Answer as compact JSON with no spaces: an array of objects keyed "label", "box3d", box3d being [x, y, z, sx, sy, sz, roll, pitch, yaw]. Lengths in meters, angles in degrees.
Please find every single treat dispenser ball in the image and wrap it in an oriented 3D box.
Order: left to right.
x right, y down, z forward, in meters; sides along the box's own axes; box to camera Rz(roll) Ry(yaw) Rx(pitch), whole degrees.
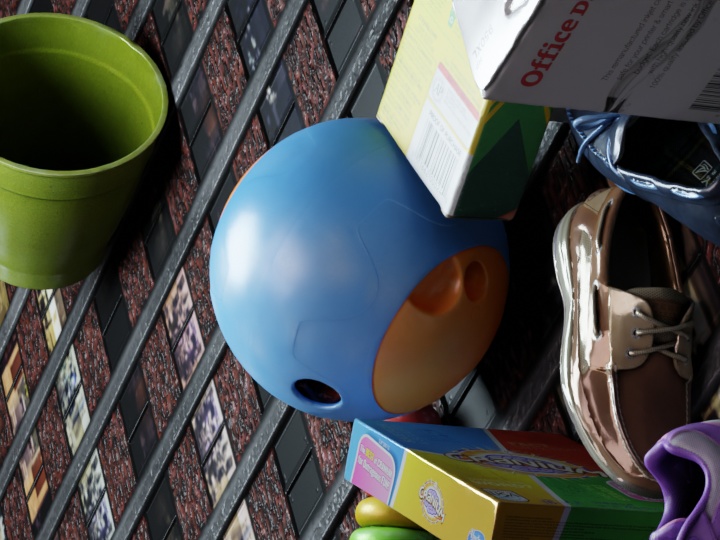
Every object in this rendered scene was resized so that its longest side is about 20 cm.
[{"label":"treat dispenser ball","box3d":[0.000,0.000,1.854,0.201,0.200,0.202,-176,90,-65]}]

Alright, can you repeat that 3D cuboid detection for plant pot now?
[{"label":"plant pot","box3d":[-0.281,-0.092,2.506,0.193,0.199,0.201,104,156,-47]}]

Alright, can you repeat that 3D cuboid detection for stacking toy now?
[{"label":"stacking toy","box3d":[0.027,0.185,1.925,0.085,0.085,0.201,-16,66,63]}]

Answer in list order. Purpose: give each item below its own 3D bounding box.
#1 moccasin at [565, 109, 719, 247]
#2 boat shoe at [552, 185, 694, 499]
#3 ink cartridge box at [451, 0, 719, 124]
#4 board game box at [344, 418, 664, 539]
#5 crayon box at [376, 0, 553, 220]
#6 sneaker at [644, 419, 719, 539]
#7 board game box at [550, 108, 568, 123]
[{"label":"moccasin","box3d":[0.179,-0.079,1.624,0.081,0.068,0.200,-51,37,-3]},{"label":"boat shoe","box3d":[0.162,0.036,1.658,0.072,0.075,0.201,-46,47,50]},{"label":"ink cartridge box","box3d":[0.169,-0.159,1.522,0.145,0.199,0.085,-58,37,44]},{"label":"board game box","box3d":[0.099,0.136,1.680,0.200,0.152,0.041,24,107,63]},{"label":"crayon box","box3d":[0.081,-0.148,1.739,0.127,0.051,0.201,58,138,48]},{"label":"sneaker","box3d":[0.201,0.169,1.535,0.080,0.088,0.201,-39,53,55]},{"label":"board game box","box3d":[0.132,-0.214,1.770,0.200,0.064,0.148,117,146,-42]}]
